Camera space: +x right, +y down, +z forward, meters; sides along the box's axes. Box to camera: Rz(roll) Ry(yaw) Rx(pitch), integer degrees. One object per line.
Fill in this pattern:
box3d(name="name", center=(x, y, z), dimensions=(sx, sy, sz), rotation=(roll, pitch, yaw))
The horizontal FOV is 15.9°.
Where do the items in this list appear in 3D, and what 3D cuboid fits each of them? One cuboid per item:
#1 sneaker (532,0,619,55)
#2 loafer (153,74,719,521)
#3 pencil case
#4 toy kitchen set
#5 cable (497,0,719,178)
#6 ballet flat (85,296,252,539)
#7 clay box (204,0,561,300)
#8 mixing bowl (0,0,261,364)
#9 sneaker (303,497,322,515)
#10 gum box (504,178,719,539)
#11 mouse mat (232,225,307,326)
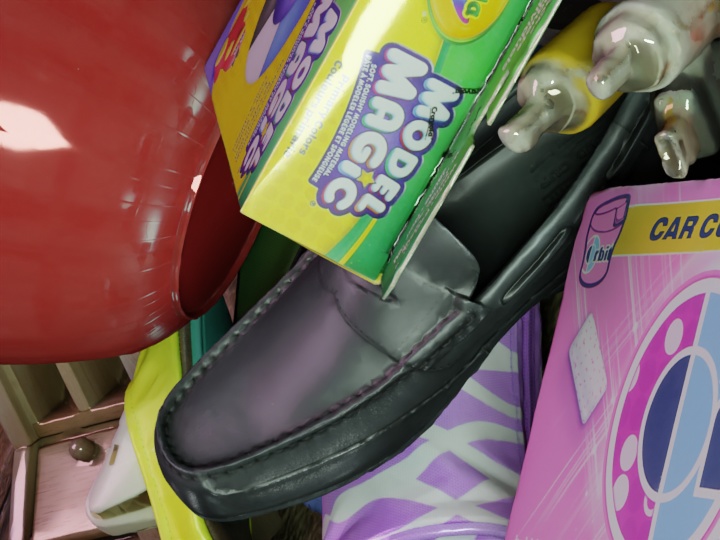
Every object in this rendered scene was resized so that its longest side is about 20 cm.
box3d(name="sneaker", center=(0.046, -0.137, 0.939), dimensions=(0.087, 0.075, 0.201), rotation=(119, 159, -47))
box3d(name="loafer", center=(0.018, -0.004, 0.753), dimensions=(0.200, 0.070, 0.068), rotation=(-37, 52, -1))
box3d(name="pencil case", center=(0.031, 0.030, 0.828), dimensions=(0.085, 0.084, 0.201), rotation=(-18, 48, 22))
box3d(name="toy kitchen set", center=(-0.169, 0.090, 0.997), dimensions=(0.163, 0.181, 0.200), rotation=(-15, 18, 31))
box3d(name="cable", center=(0.104, -0.083, 0.684), dimensions=(0.097, 0.050, 0.200), rotation=(-13, 26, 26))
box3d(name="ballet flat", center=(-0.063, 0.100, 0.936), dimensions=(0.067, 0.067, 0.201), rotation=(36, -143, -71))
box3d(name="clay box", center=(0.006, -0.074, 0.713), dimensions=(0.115, 0.047, 0.200), rotation=(-61, 13, 11))
box3d(name="mixing bowl", center=(-0.089, -0.047, 0.877), dimensions=(0.200, 0.108, 0.201), rotation=(21, -90, -79))
box3d(name="sneaker", center=(0.000, 0.000, 0.940), dimensions=(0.201, 0.075, 0.088), rotation=(-94, 28, -46))
box3d(name="gum box", center=(0.108, 0.040, 0.605), dimensions=(0.200, 0.066, 0.114), rotation=(178, 108, -71))
box3d(name="mouse mat", center=(-0.012, -0.066, 0.909), dimensions=(0.200, 0.007, 0.161), rotation=(-92, 24, -61))
